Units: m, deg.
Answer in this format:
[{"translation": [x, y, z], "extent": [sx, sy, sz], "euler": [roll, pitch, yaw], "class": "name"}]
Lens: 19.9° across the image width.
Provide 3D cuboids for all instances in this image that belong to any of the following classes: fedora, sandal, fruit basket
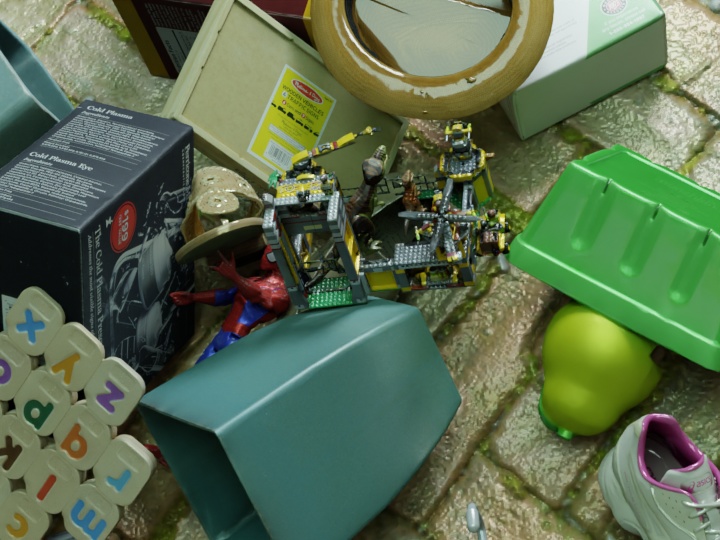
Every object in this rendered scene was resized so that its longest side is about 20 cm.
[{"translation": [0.061, -0.200, 1.651], "extent": [0.199, 0.082, 0.202], "euler": [-4, 73, 11], "class": "fedora"}, {"translation": [-0.114, -0.046, 1.625], "extent": [0.077, 0.212, 0.070], "euler": [-21, 84, 2], "class": "sandal"}, {"translation": [0.211, 0.031, 1.585], "extent": [0.214, 0.155, 0.217], "euler": [9, 106, 31], "class": "fruit basket"}]

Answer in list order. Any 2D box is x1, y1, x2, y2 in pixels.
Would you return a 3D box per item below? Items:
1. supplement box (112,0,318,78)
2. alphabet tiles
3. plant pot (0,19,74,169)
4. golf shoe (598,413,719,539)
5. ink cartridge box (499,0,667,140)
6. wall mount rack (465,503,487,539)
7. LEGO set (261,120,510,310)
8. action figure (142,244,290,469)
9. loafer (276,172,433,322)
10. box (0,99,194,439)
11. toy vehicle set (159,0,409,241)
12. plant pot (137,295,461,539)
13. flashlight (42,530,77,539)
[{"translation": [-0.084, -0.275, 1.784], "extent": [0.199, 0.133, 0.198], "euler": [9, 66, 16], "class": "supplement box"}, {"translation": [-0.248, 0.114, 1.543], "extent": [0.200, 0.015, 0.196], "euler": [40, 117, 7], "class": "alphabet tiles"}, {"translation": [-0.353, -0.106, 1.734], "extent": [0.200, 0.196, 0.196], "euler": [-40, 62, 2], "class": "plant pot"}, {"translation": [0.245, 0.192, 1.496], "extent": [0.075, 0.092, 0.200], "euler": [-22, 60, -25], "class": "golf shoe"}, {"translation": [0.150, -0.235, 1.739], "extent": [0.145, 0.088, 0.201], "euler": [-28, 63, -3], "class": "ink cartridge box"}, {"translation": [0.040, 0.268, 1.517], "extent": [0.199, 0.075, 0.175], "euler": [-10, 62, 8], "class": "wall mount rack"}, {"translation": [0.009, -0.059, 1.565], "extent": [0.199, 0.116, 0.154], "euler": [1, 51, 19], "class": "LEGO set"}, {"translation": [-0.125, 0.054, 1.621], "extent": [0.065, 0.099, 0.201], "euler": [24, 81, 55], "class": "action figure"}, {"translation": [0.000, 0.000, 1.651], "extent": [0.075, 0.068, 0.201], "euler": [35, 70, -16], "class": "loafer"}, {"translation": [-0.214, 0.000, 1.601], "extent": [0.103, 0.201, 0.182], "euler": [14, 34, 18], "class": "box"}, {"translation": [-0.060, -0.122, 1.682], "extent": [0.026, 0.200, 0.125], "euler": [-10, 51, 55], "class": "toy vehicle set"}, {"translation": [-0.035, 0.111, 1.554], "extent": [0.200, 0.142, 0.141], "euler": [-36, 23, -22], "class": "plant pot"}, {"translation": [-0.298, 0.258, 1.606], "extent": [0.199, 0.068, 0.068], "euler": [-18, 17, 7], "class": "flashlight"}]
